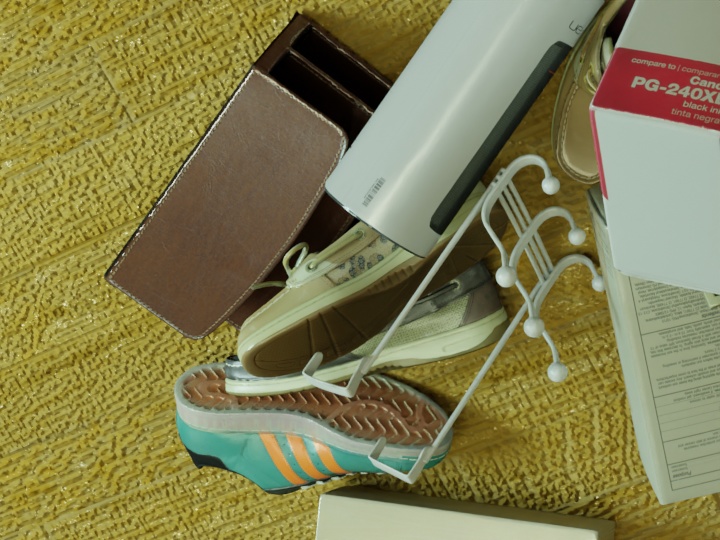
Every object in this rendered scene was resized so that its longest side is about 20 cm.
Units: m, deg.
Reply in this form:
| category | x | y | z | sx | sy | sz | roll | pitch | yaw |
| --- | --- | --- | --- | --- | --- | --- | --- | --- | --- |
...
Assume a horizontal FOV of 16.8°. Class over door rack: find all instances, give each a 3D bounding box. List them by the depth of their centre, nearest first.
| category | x | y | z | sx | sy | sz | roll | pitch | yaw |
| --- | --- | --- | --- | --- | --- | --- | --- | --- | --- |
| over door rack | 0.073 | 0.041 | 1.541 | 0.067 | 0.200 | 0.148 | 39 | 170 | 33 |

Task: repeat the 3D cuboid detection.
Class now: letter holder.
| category | x | y | z | sx | sy | sz | roll | pitch | yaw |
| --- | --- | --- | --- | --- | --- | --- | --- | --- | --- |
| letter holder | -0.051 | -0.042 | 1.620 | 0.142 | 0.101 | 0.200 | 37 | 121 | -3 |

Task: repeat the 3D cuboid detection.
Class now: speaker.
| category | x | y | z | sx | sy | sz | roll | pitch | yaw |
| --- | --- | --- | --- | --- | --- | --- | --- | --- | --- |
| speaker | 0.064 | -0.111 | 1.516 | 0.081 | 0.081 | 0.200 | 35 | 96 | 0 |

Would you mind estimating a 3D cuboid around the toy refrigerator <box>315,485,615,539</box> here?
| category | x | y | z | sx | sy | sz | roll | pitch | yaw |
| --- | --- | --- | --- | --- | --- | --- | --- | --- | --- |
| toy refrigerator | 0.073 | 0.202 | 1.704 | 0.200 | 0.070 | 0.076 | 5 | 92 | 17 |

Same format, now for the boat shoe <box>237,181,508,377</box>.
| category | x | y | z | sx | sy | sz | roll | pitch | yaw |
| --- | --- | --- | --- | --- | --- | --- | --- | --- | --- |
| boat shoe | 0.000 | 0.000 | 1.596 | 0.063 | 0.200 | 0.073 | 54 | 168 | 26 |

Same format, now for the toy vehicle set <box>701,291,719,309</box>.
| category | x | y | z | sx | sy | sz | roll | pitch | yaw |
| --- | --- | --- | --- | --- | --- | --- | --- | --- | --- |
| toy vehicle set | 0.279 | -0.071 | 1.468 | 0.200 | 0.027 | 0.124 | -22 | 84 | 6 |

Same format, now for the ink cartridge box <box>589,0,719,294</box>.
| category | x | y | z | sx | sy | sz | roll | pitch | yaw |
| --- | --- | --- | --- | --- | --- | --- | --- | --- | --- |
| ink cartridge box | 0.204 | -0.110 | 1.363 | 0.083 | 0.200 | 0.145 | 12 | 146 | 23 |

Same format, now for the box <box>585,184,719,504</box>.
| category | x | y | z | sx | sy | sz | roll | pitch | yaw |
| --- | --- | --- | --- | --- | --- | --- | --- | --- | --- |
| box | 0.211 | 0.040 | 1.564 | 0.095 | 0.078 | 0.200 | -13 | 111 | -1 |

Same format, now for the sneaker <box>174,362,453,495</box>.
| category | x | y | z | sx | sy | sz | roll | pitch | yaw |
| --- | --- | --- | --- | --- | --- | --- | --- | --- | --- |
| sneaker | -0.032 | 0.118 | 1.714 | 0.200 | 0.071 | 0.080 | 9 | 132 | 13 |

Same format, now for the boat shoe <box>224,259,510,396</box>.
| category | x | y | z | sx | sy | sz | roll | pitch | yaw |
| --- | --- | --- | --- | --- | --- | --- | --- | --- | --- |
| boat shoe | 0.000 | 0.037 | 1.656 | 0.201 | 0.072 | 0.066 | -13 | 97 | 11 |

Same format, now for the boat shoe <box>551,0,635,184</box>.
| category | x | y | z | sx | sy | sz | roll | pitch | yaw |
| --- | --- | --- | --- | --- | --- | --- | --- | --- | --- |
| boat shoe | 0.168 | -0.133 | 1.517 | 0.074 | 0.066 | 0.200 | 26 | 120 | 6 |
